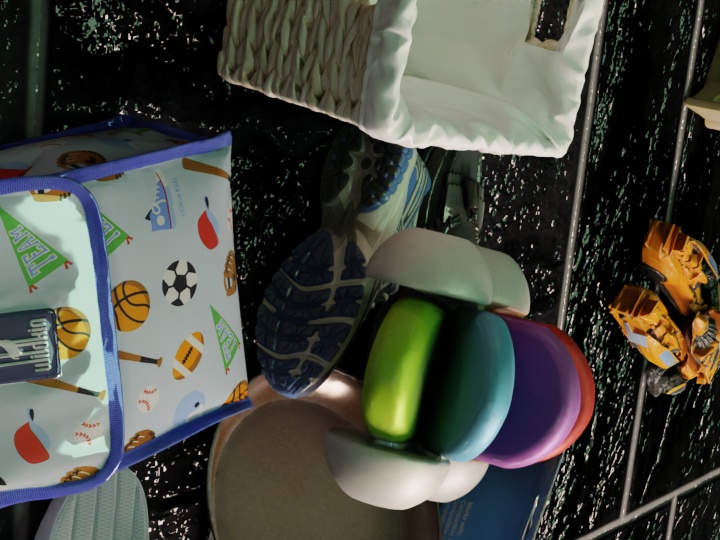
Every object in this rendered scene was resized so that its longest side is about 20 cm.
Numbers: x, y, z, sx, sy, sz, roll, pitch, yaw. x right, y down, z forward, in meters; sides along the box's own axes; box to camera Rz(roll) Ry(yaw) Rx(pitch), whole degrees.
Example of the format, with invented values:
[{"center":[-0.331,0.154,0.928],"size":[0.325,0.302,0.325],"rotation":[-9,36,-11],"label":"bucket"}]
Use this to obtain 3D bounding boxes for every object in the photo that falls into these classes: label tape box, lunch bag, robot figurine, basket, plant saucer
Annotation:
[{"center":[0.084,0.183,1.066],"size":[0.200,0.063,0.145],"rotation":[111,0,-76],"label":"label tape box"},{"center":[-0.157,0.019,0.750],"size":[0.199,0.123,0.172],"rotation":[-19,111,-47],"label":"lunch bag"},{"center":[0.307,0.042,1.378],"size":[0.200,0.058,0.146],"rotation":[41,72,-49],"label":"robot figurine"},{"center":[0.036,-0.184,0.882],"size":[0.199,0.160,0.200],"rotation":[-1,105,-51],"label":"basket"},{"center":[-0.028,0.162,0.974],"size":[0.199,0.032,0.202],"rotation":[19,59,-35],"label":"plant saucer"}]

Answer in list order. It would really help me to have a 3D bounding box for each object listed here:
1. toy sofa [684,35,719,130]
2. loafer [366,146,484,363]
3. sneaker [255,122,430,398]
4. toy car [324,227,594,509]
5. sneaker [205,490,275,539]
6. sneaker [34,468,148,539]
[{"center":[0.390,-0.227,1.357],"size":[0.097,0.082,0.202],"rotation":[20,88,-50],"label":"toy sofa"},{"center":[0.064,-0.006,1.062],"size":[0.072,0.063,0.202],"rotation":[13,94,-51],"label":"loafer"},{"center":[0.000,0.000,0.980],"size":[0.085,0.077,0.201],"rotation":[37,75,-54],"label":"sneaker"},{"center":[0.076,0.074,0.933],"size":[0.200,0.149,0.177],"rotation":[15,90,-67],"label":"toy car"},{"center":[-0.050,0.246,0.997],"size":[0.070,0.090,0.202],"rotation":[-27,123,-42],"label":"sneaker"},{"center":[-0.183,0.207,0.839],"size":[0.073,0.071,0.201],"rotation":[35,52,-30],"label":"sneaker"}]
